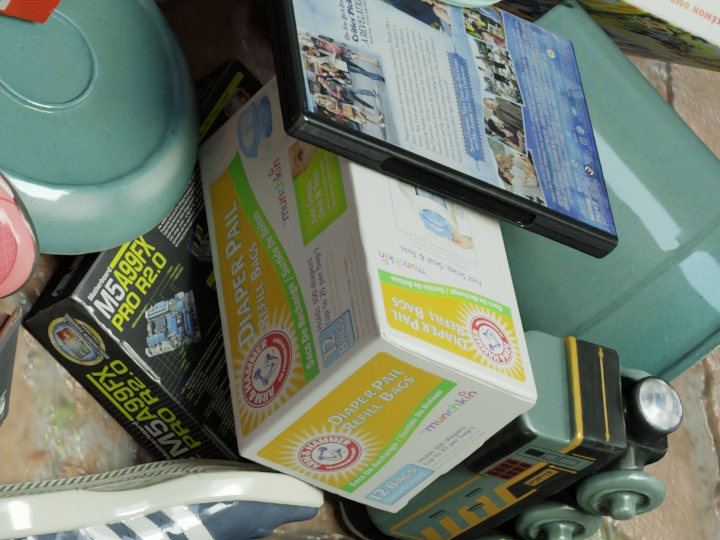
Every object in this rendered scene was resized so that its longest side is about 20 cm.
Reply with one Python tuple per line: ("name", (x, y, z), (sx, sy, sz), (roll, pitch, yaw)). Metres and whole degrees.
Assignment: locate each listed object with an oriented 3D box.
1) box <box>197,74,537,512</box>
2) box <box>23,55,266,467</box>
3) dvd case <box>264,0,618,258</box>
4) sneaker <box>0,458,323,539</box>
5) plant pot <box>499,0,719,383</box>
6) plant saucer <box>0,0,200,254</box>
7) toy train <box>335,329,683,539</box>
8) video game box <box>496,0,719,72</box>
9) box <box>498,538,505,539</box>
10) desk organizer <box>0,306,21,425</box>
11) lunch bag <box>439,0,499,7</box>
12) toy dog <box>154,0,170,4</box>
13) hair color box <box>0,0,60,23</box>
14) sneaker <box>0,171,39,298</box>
("box", (0.000, 0.000, 1.402), (0.101, 0.112, 0.201), (23, 40, -34))
("box", (-0.065, 0.010, 1.480), (0.160, 0.044, 0.200), (46, 46, -18))
("dvd case", (0.038, -0.092, 1.415), (0.199, 0.018, 0.143), (21, 43, -32))
("sneaker", (-0.108, 0.139, 1.355), (0.199, 0.075, 0.085), (-5, 93, -28))
("plant pot", (0.116, -0.030, 1.582), (0.196, 0.200, 0.200), (52, 44, -1))
("plant saucer", (-0.164, -0.101, 1.415), (0.199, 0.027, 0.201), (17, 54, -25))
("toy train", (0.074, 0.096, 1.465), (0.114, 0.200, 0.086), (18, 57, -30))
("video game box", (0.142, -0.164, 1.656), (0.182, 0.200, 0.047), (17, 90, -36))
("box", (0.104, 0.199, 1.503), (0.200, 0.064, 0.070), (26, 48, -54))
("desk organizer", (-0.227, 0.090, 1.252), (0.077, 0.072, 0.200), (21, 44, 7))
("lunch bag", (0.007, -0.219, 1.426), (0.199, 0.077, 0.161), (13, 54, -36))
("toy dog", (-0.041, -0.198, 1.560), (0.199, 0.096, 0.133), (19, 59, -37))
("hair color box", (-0.197, -0.231, 1.417), (0.110, 0.064, 0.201), (12, 54, -28))
("sneaker", (-0.236, -0.041, 1.299), (0.200, 0.074, 0.087), (37, 17, -17))
